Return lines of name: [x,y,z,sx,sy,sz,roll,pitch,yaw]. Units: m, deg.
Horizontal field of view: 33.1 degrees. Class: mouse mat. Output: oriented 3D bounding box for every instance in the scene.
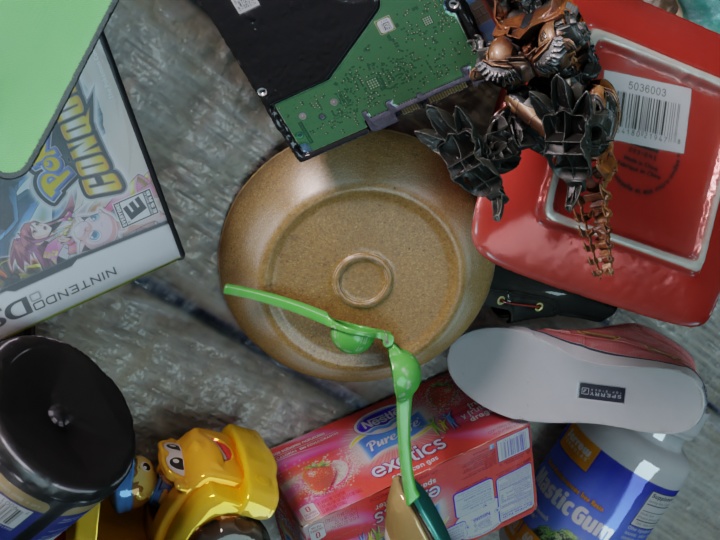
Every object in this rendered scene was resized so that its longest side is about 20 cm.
mouse mat: [-0.231,-0.152,0.632,0.200,0.008,0.161,25,99,-34]

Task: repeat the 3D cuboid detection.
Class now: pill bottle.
pill bottle: [-0.241,0.137,0.754,0.200,0.112,0.112,-38,133,27]
pill bottle: [0.219,0.185,1.074,0.112,0.112,0.200,21,105,-36]

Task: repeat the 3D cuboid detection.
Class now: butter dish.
butter dish: [0.159,-0.080,0.849,0.200,0.148,0.200,17,87,-21]

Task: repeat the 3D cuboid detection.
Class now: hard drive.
hard drive: [-0.022,-0.174,0.715,0.140,0.038,0.200,-22,122,16]

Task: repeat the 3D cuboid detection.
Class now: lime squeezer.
lime squeezer: [-0.004,0.064,0.837,0.071,0.038,0.200,-39,97,18]

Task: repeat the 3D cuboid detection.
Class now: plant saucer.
plant saucer: [0.000,0.000,0.852,0.200,0.035,0.201,-2,115,-4]

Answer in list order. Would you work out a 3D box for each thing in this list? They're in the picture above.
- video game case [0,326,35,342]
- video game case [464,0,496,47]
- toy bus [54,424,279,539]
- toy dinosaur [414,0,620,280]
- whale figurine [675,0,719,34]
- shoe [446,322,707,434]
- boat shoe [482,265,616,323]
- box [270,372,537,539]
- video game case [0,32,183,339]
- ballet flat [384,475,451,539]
video game case: [-0.294,0.021,0.753,0.180,0.026,0.200,-4,119,-27]
video game case: [-0.014,-0.182,0.743,0.143,0.017,0.200,-25,123,17]
toy bus: [-0.177,0.190,0.864,0.192,0.136,0.200,26,102,-20]
toy dinosaur: [0.118,-0.094,0.708,0.102,0.200,0.136,-36,-178,38]
whale figurine: [0.274,-0.138,0.922,0.159,0.104,0.200,-15,123,-20]
shoe: [0.171,0.078,0.961,0.200,0.091,0.072,10,105,9]
boat shoe: [0.121,0.005,0.944,0.201,0.074,0.063,17,113,-32]
box: [0.033,0.171,0.974,0.200,0.095,0.103,-22,126,-16]
video game case: [-0.217,-0.058,0.708,0.181,0.025,0.200,-25,121,-16]
ballet flat: [0.055,0.229,0.920,0.063,0.069,0.200,-30,128,8]
